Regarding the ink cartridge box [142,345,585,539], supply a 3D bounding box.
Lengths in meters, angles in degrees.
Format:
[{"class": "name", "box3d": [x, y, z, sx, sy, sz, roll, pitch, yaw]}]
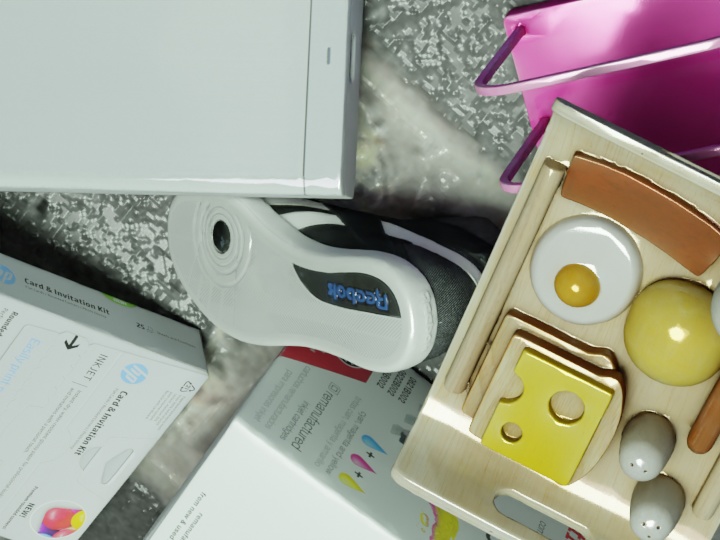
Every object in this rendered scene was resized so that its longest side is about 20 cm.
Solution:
[{"class": "ink cartridge box", "box3d": [0.003, 0.149, 1.053, 0.200, 0.145, 0.145, 37, 117, -1]}]

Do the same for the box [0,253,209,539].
[{"class": "box", "box3d": [-0.202, 0.062, 1.085, 0.199, 0.041, 0.156, 23, 122, -29]}]

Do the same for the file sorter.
[{"class": "file sorter", "box3d": [0.144, -0.021, 0.950, 0.138, 0.125, 0.201, -10, 108, 21]}]

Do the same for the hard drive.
[{"class": "hard drive", "box3d": [-0.098, -0.104, 1.021, 0.199, 0.027, 0.133, 2, 88, 17]}]

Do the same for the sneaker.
[{"class": "sneaker", "box3d": [0.000, 0.000, 1.037, 0.200, 0.111, 0.074, 23, 115, 46]}]

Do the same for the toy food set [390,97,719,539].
[{"class": "toy food set", "box3d": [0.109, 0.041, 0.883, 0.143, 0.060, 0.201, 26, 118, 6]}]
